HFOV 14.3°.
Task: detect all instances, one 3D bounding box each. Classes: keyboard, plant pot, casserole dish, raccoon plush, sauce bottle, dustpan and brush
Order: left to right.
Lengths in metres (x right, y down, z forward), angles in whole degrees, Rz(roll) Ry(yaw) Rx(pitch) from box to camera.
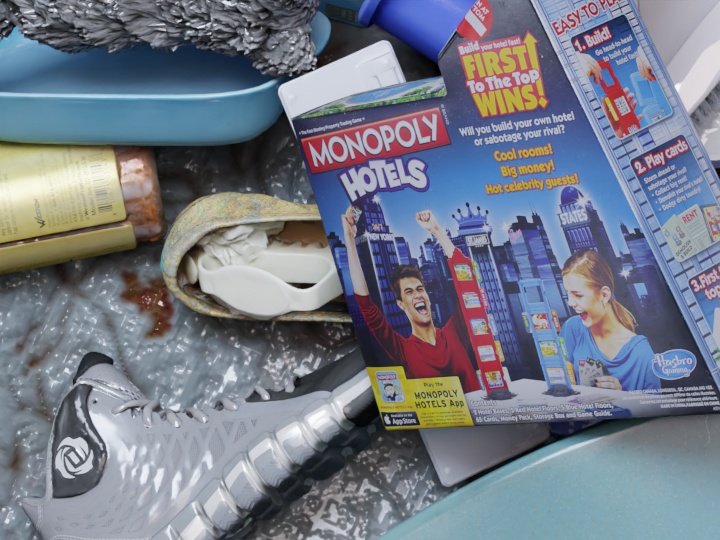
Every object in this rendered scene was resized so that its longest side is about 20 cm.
[{"bbox_3d":[-0.194,-0.027,1.371,0.200,0.066,0.066,-9,75,-5],"label":"sauce bottle"},{"bbox_3d":[-0.109,-0.107,1.310,0.200,0.097,0.134,-43,56,-1],"label":"raccoon plush"},{"bbox_3d":[-0.112,-0.098,1.372,0.200,0.039,0.121,2,33,10],"label":"casserole dish"},{"bbox_3d":[0.025,-0.002,1.305,0.056,0.011,0.200,-23,99,-4],"label":"keyboard"},{"bbox_3d":[0.099,0.140,1.288,0.200,0.141,0.142,-18,86,3],"label":"plant pot"},{"bbox_3d":[0.150,-0.079,1.391,0.139,0.057,0.200,36,79,13],"label":"dustpan and brush"}]

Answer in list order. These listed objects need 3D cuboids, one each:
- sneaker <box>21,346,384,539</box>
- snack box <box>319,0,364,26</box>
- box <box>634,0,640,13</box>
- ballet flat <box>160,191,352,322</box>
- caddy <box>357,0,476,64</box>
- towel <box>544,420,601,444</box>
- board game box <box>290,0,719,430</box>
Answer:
[{"bbox_3d":[-0.075,0.067,1.340,0.200,0.075,0.116,-39,75,-4],"label":"sneaker"},{"bbox_3d":[0.015,-0.232,1.404,0.037,0.116,0.200,15,76,3],"label":"snack box"},{"bbox_3d":[0.103,-0.101,1.273,0.041,0.200,0.039,-13,47,-1],"label":"box"},{"bbox_3d":[0.000,0.000,1.344,0.200,0.071,0.071,3,74,17],"label":"ballet flat"},{"bbox_3d":[0.067,-0.174,1.356,0.105,0.141,0.200,34,33,1],"label":"caddy"},{"bbox_3d":[0.116,0.017,1.387,0.200,0.024,0.145,11,74,2],"label":"towel"},{"bbox_3d":[0.071,-0.037,1.224,0.062,0.200,0.200,-25,104,-44],"label":"board game box"}]
